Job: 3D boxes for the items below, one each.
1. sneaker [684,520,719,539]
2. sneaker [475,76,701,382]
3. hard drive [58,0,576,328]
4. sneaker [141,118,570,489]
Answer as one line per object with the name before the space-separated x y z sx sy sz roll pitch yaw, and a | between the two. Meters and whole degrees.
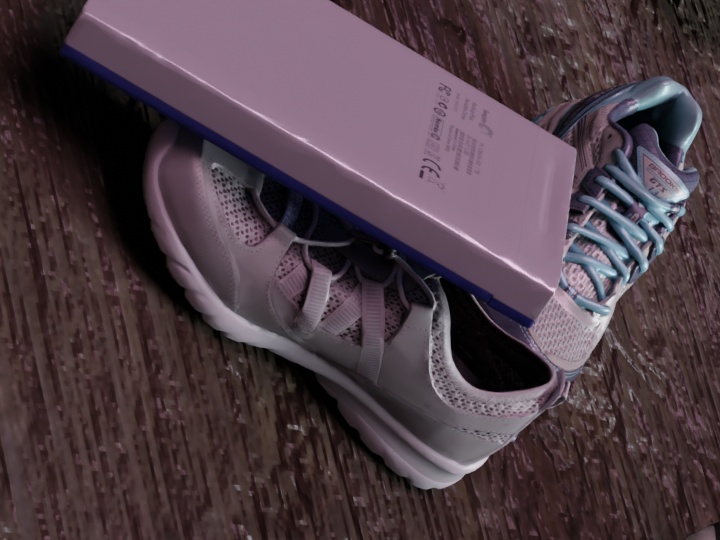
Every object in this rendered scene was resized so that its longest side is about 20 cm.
sneaker | 0.174 0.201 1.213 0.087 0.076 0.201 -6 85 -14
sneaker | 0.098 -0.024 1.242 0.078 0.086 0.200 47 36 -19
hard drive | -0.011 -0.064 1.091 0.199 0.025 0.132 30 26 -7
sneaker | 0.000 0.000 1.095 0.200 0.082 0.075 40 39 -30
